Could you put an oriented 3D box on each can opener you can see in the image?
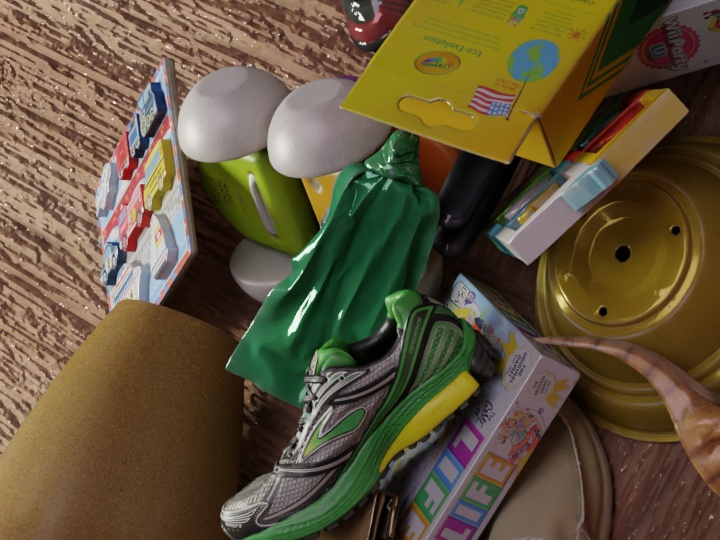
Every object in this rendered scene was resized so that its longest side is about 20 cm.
[{"bbox_3d":[0.089,-0.087,1.376,0.078,0.064,0.201,9,55,20],"label":"can opener"}]

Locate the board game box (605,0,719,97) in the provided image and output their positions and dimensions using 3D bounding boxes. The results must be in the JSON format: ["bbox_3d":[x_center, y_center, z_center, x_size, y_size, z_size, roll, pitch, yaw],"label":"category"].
[{"bbox_3d":[0.168,-0.187,1.340,0.199,0.064,0.148,-17,51,11],"label":"board game box"}]

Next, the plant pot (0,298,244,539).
[{"bbox_3d":[-0.157,0.128,1.442,0.186,0.186,0.201,10,74,36],"label":"plant pot"}]

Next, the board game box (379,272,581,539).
[{"bbox_3d":[0.048,0.116,1.349,0.201,0.034,0.134,-59,29,9],"label":"board game box"}]

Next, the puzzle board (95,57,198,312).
[{"bbox_3d":[-0.159,-0.037,1.520,0.200,0.017,0.151,128,138,-57],"label":"puzzle board"}]

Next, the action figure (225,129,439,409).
[{"bbox_3d":[0.000,0.000,1.330,0.118,0.055,0.201,21,118,1],"label":"action figure"}]

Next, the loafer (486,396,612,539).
[{"bbox_3d":[0.112,0.163,1.309,0.075,0.068,0.201,-18,65,28],"label":"loafer"}]

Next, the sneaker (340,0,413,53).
[{"bbox_3d":[0.005,-0.247,1.475,0.071,0.098,0.201,-12,62,32],"label":"sneaker"}]

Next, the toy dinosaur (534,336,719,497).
[{"bbox_3d":[0.205,0.087,1.241,0.106,0.060,0.200,-33,82,-10],"label":"toy dinosaur"}]

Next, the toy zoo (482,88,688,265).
[{"bbox_3d":[0.134,-0.059,1.295,0.131,0.200,0.020,-44,95,0],"label":"toy zoo"}]

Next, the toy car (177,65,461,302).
[{"bbox_3d":[-0.015,-0.069,1.434,0.199,0.176,0.150,11,45,40],"label":"toy car"}]

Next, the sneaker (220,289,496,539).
[{"bbox_3d":[-0.015,0.090,1.308,0.200,0.085,0.078,-45,17,5],"label":"sneaker"}]

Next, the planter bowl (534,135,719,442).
[{"bbox_3d":[0.177,-0.001,1.311,0.200,0.083,0.201,-12,67,31],"label":"planter bowl"}]

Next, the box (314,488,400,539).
[{"bbox_3d":[-0.043,0.224,1.368,0.200,0.021,0.164,-12,65,60],"label":"box"}]

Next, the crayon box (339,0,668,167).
[{"bbox_3d":[0.093,-0.141,1.261,0.127,0.051,0.200,21,65,33],"label":"crayon box"}]
